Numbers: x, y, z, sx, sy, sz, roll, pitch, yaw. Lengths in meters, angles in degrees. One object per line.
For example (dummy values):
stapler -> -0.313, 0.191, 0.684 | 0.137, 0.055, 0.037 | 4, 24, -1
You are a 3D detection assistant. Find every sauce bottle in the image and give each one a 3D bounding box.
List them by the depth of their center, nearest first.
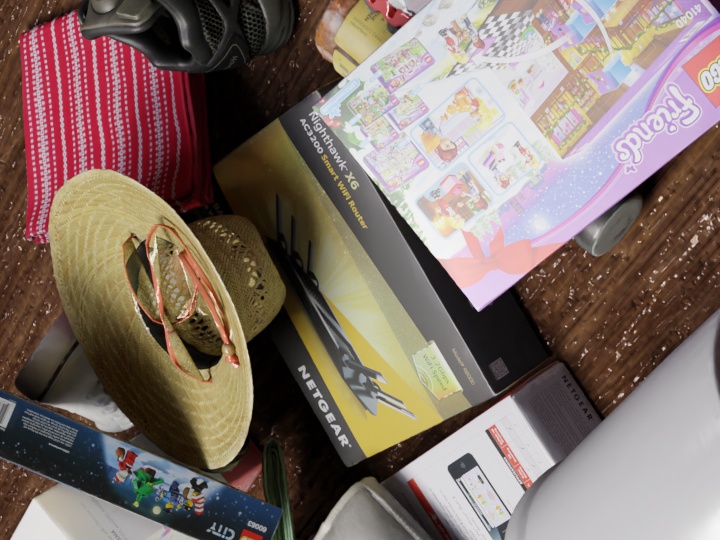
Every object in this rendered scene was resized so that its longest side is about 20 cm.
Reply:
sauce bottle -> 0.064, -0.083, 1.261 | 0.200, 0.066, 0.066 | 42, 137, 19

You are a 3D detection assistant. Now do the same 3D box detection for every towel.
towel -> -0.156, -0.098, 1.470 | 0.199, 0.022, 0.146 | -11, 80, 51
towel -> -0.052, 0.222, 1.500 | 0.201, 0.023, 0.153 | 94, 169, -56

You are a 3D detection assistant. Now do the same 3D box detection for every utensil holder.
utensil holder -> 0.190, 0.120, 1.177 | 0.170, 0.170, 0.200 | 50, 136, 12

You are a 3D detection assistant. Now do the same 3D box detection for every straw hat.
straw hat -> -0.091, 0.012, 1.378 | 0.201, 0.085, 0.202 | 35, 141, 35

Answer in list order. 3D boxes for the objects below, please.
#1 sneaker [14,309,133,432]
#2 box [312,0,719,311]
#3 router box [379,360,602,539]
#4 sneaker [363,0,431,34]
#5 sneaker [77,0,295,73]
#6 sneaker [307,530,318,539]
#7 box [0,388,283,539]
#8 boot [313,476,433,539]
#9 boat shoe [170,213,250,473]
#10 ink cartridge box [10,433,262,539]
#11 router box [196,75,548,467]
sneaker -> -0.167, 0.067, 1.538 | 0.071, 0.200, 0.073 | 35, 92, 7
box -> 0.091, -0.092, 1.177 | 0.200, 0.039, 0.137 | -39, 90, 27
router box -> 0.108, 0.177, 1.383 | 0.201, 0.049, 0.179 | 57, 140, 4
sneaker -> 0.022, -0.189, 1.233 | 0.200, 0.071, 0.098 | 43, 140, 21
sneaker -> -0.124, -0.202, 1.348 | 0.076, 0.114, 0.201 | -19, 96, 48
sneaker -> 0.013, 0.258, 1.526 | 0.114, 0.072, 0.202 | 3, 107, 52
box -> -0.156, 0.116, 1.423 | 0.199, 0.038, 0.137 | 25, 173, -15
boot -> 0.041, 0.245, 1.401 | 0.199, 0.072, 0.183 | 34, 120, 19
boat shoe -> -0.111, 0.028, 1.503 | 0.072, 0.072, 0.201 | -29, 77, 36
ink cartridge box -> -0.166, 0.173, 1.549 | 0.068, 0.200, 0.117 | 47, 139, 13
router box -> 0.000, 0.000, 1.385 | 0.157, 0.052, 0.201 | -32, 89, 51
